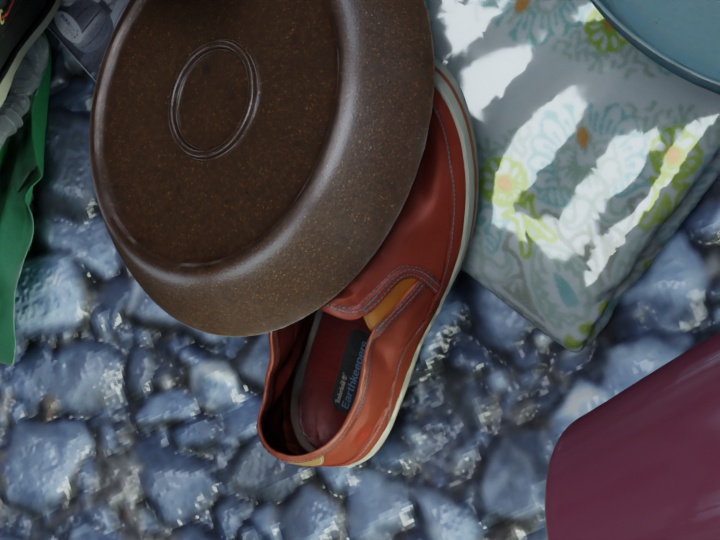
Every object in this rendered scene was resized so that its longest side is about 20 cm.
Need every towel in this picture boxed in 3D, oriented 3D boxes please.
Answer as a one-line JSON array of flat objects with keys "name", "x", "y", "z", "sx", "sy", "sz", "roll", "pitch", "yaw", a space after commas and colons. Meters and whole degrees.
[{"name": "towel", "x": 0.090, "y": -0.092, "z": 0.781, "sx": 0.171, "sy": 0.048, "sz": 0.200, "roll": 39, "pitch": 98, "yaw": 21}]

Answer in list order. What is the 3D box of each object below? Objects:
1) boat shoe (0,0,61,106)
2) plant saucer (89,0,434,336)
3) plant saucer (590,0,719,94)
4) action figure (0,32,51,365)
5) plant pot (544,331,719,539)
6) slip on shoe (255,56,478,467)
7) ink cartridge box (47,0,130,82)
[{"name": "boat shoe", "x": -0.188, "y": -0.132, "z": 0.821, "sx": 0.073, "sy": 0.063, "sz": 0.202, "roll": 4, "pitch": 46, "yaw": 7}, {"name": "plant saucer", "x": -0.056, "y": -0.072, "z": 0.768, "sx": 0.200, "sy": 0.034, "sz": 0.201, "roll": -10, "pitch": 75, "yaw": 40}, {"name": "plant saucer", "x": 0.176, "y": -0.137, "z": 0.718, "sx": 0.200, "sy": 0.027, "sz": 0.200, "roll": 2, "pitch": 56, "yaw": -3}, {"name": "action figure", "x": -0.203, "y": -0.062, "z": 0.886, "sx": 0.118, "sy": 0.055, "sz": 0.200, "roll": 11, "pitch": 83, "yaw": 24}, {"name": "plant pot", "x": 0.177, "y": 0.091, "z": 0.660, "sx": 0.179, "sy": 0.200, "sz": 0.200, "roll": -22, "pitch": 76, "yaw": 33}, {"name": "slip on shoe", "x": 0.000, "y": 0.000, "z": 0.766, "sx": 0.074, "sy": 0.061, "sz": 0.200, "roll": 26, "pitch": 111, "yaw": 26}, {"name": "ink cartridge box", "x": -0.056, "y": -0.159, "z": 0.849, "sx": 0.200, "sy": 0.039, "sz": 0.099, "roll": -47, "pitch": 70, "yaw": 9}]
